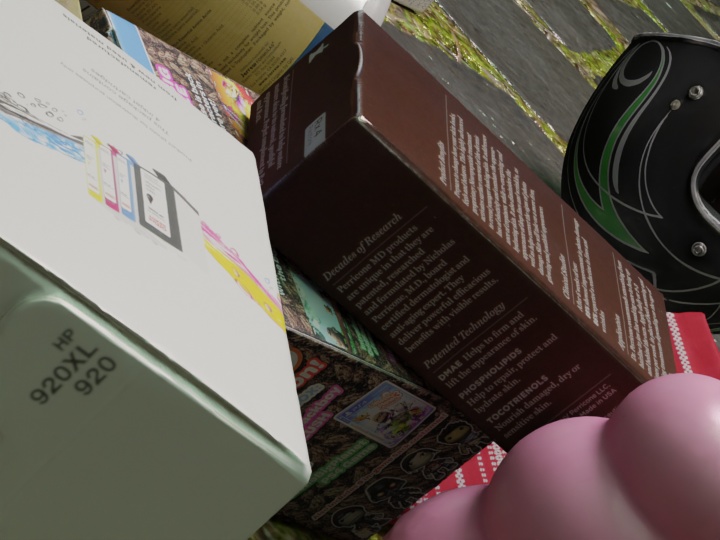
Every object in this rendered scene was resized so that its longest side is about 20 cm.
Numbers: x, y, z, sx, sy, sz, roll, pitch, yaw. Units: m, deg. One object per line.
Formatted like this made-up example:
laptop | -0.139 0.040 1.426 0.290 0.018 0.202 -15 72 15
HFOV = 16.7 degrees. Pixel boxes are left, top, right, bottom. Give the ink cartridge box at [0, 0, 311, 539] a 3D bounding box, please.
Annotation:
ink cartridge box | -0.123 0.019 0.813 0.144 0.147 0.200 37 20 -26

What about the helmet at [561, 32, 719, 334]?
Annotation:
helmet | 0.235 -0.054 1.701 0.199 0.192 0.200 16 -1 0

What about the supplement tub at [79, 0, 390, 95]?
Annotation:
supplement tub | -0.096 -0.172 1.285 0.200 0.145 0.145 38 19 -23

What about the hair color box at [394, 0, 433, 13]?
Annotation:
hair color box | 0.015 -0.271 1.806 0.200 0.109 0.065 16 34 -56

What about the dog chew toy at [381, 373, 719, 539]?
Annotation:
dog chew toy | 0.090 0.117 0.984 0.124 0.200 0.125 39 23 -20

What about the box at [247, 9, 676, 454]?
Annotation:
box | 0.044 -0.005 1.033 0.200 0.075 0.100 44 23 -22

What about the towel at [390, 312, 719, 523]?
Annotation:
towel | 0.095 0.073 1.199 0.199 0.023 0.145 0 38 -10

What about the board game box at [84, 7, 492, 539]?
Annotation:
board game box | -0.054 0.008 1.050 0.200 0.097 0.160 27 31 -45

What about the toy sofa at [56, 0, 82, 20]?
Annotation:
toy sofa | -0.112 -0.069 1.161 0.200 0.098 0.083 30 -1 -40
